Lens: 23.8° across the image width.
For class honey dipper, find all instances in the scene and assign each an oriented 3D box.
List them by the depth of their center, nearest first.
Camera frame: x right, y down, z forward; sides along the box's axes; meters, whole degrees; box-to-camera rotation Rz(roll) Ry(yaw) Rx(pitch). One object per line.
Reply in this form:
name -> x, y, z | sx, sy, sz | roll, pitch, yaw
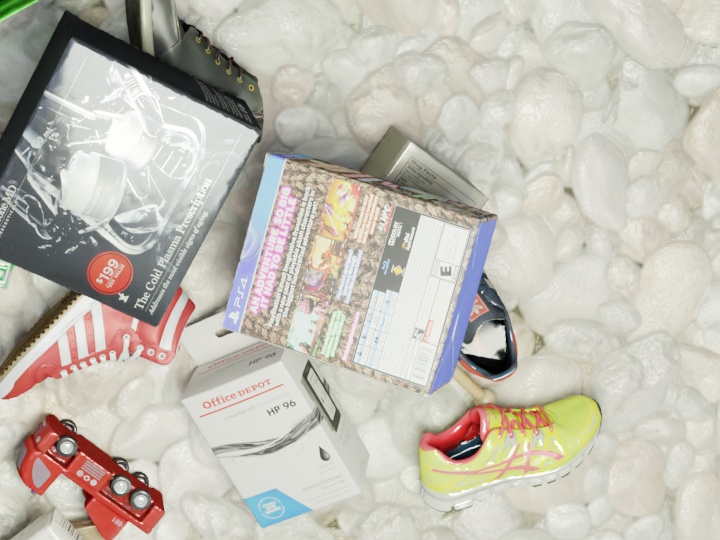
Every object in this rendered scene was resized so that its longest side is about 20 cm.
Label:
honey dipper -> 0.081, 0.091, 1.653 | 0.038, 0.038, 0.200 | -43, 138, 2

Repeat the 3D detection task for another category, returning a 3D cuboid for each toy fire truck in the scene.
toy fire truck -> -0.265, 0.247, 1.650 | 0.200, 0.049, 0.141 | 39, 96, -19

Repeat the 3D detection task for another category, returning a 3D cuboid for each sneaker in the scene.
sneaker -> -0.149, -0.200, 1.541 | 0.105, 0.075, 0.202 | -12, 117, -15
sneaker -> 0.091, 0.017, 1.569 | 0.075, 0.085, 0.201 | -34, 110, -1
sneaker -> -0.243, 0.073, 1.592 | 0.200, 0.071, 0.113 | -43, 107, 0
sneaker -> 0.146, 0.166, 1.696 | 0.199, 0.078, 0.091 | -24, 126, -6

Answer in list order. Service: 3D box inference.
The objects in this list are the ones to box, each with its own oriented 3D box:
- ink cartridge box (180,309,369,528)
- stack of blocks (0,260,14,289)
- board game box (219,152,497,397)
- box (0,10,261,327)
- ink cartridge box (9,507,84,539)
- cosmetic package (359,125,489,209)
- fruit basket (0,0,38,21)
ink cartridge box -> -0.089, 0.135, 1.627 | 0.115, 0.068, 0.201 | -23, 111, 20
stack of blocks -> -0.369, -0.021, 1.542 | 0.114, 0.059, 0.201 | 17, 101, -17
board game box -> 0.000, 0.000, 1.509 | 0.199, 0.097, 0.161 | 18, 98, 13
box -> -0.214, -0.086, 1.467 | 0.181, 0.104, 0.201 | 25, 103, -20
ink cartridge box -> -0.315, 0.346, 1.621 | 0.199, 0.050, 0.161 | -36, 102, 11
cosmetic package -> 0.018, -0.023, 1.623 | 0.103, 0.073, 0.201 | 35, 96, -20
fruit basket -> -0.348, -0.262, 1.402 | 0.215, 0.216, 0.156 | -30, 110, -3
